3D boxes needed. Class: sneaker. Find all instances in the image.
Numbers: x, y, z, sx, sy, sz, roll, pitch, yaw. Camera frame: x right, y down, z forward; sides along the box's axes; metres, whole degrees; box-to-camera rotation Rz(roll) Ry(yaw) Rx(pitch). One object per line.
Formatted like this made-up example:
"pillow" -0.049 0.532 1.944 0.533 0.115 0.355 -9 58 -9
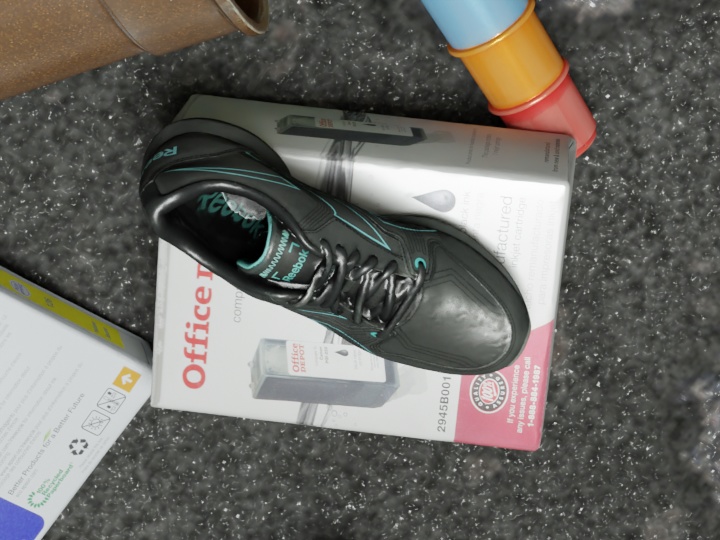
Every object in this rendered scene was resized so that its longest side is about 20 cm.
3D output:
"sneaker" -0.015 0.001 1.074 0.199 0.079 0.076 25 108 -4

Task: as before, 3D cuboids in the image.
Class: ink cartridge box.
"ink cartridge box" -0.235 0.080 1.175 0.200 0.047 0.198 31 105 -30
"ink cartridge box" 0.000 0.000 1.158 0.199 0.085 0.147 7 109 5

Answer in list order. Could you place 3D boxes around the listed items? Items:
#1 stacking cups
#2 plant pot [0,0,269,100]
"stacking cups" 0.054 -0.136 1.149 0.060 0.061 0.200 -33 111 4
"plant pot" -0.170 -0.159 1.044 0.197 0.200 0.201 -23 112 8
